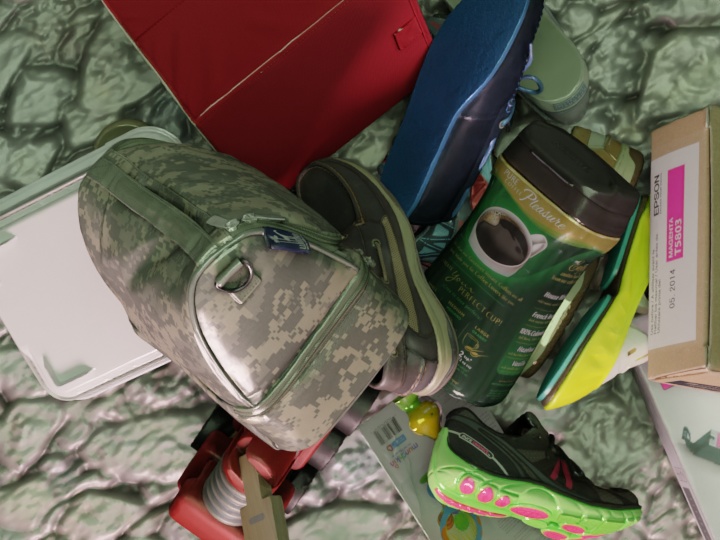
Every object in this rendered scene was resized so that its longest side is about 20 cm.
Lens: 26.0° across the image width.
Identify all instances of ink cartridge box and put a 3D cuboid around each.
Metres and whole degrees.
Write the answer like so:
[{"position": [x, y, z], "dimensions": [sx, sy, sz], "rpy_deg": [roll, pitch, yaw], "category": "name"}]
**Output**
[{"position": [0.318, 0.098, 1.238], "dimensions": [0.172, 0.044, 0.202], "rpy_deg": [-24, 88, -3], "category": "ink cartridge box"}, {"position": [0.302, -0.007, 1.184], "dimensions": [0.163, 0.075, 0.202], "rpy_deg": [11, 75, -26], "category": "ink cartridge box"}]

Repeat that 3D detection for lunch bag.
[{"position": [-0.088, 0.003, 1.022], "dimensions": [0.140, 0.200, 0.168], "rpy_deg": [-51, 131, -5], "category": "lunch bag"}]

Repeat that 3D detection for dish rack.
[{"position": [-0.192, 0.005, 1.171], "dimensions": [0.198, 0.044, 0.173], "rpy_deg": [-24, 105, 17], "category": "dish rack"}]

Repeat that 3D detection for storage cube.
[{"position": [-0.069, -0.185, 1.144], "dimensions": [0.179, 0.200, 0.171], "rpy_deg": [-38, 69, -2], "category": "storage cube"}]

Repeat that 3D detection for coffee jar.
[{"position": [0.113, -0.006, 1.149], "dimensions": [0.104, 0.085, 0.201], "rpy_deg": [44, 110, 27], "category": "coffee jar"}]

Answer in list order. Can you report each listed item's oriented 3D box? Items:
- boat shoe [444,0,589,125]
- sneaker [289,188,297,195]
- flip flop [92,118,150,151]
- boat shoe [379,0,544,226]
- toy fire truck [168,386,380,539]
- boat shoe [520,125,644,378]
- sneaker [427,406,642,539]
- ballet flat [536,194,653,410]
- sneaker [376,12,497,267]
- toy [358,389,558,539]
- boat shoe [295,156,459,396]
[{"position": [0.116, -0.193, 1.227], "dimensions": [0.070, 0.072, 0.202], "rpy_deg": [-31, 63, 2], "category": "boat shoe"}, {"position": [-0.035, 0.003, 1.205], "dimensions": [0.078, 0.082, 0.200], "rpy_deg": [-44, 89, -4], "category": "sneaker"}, {"position": [-0.155, -0.024, 1.213], "dimensions": [0.080, 0.058, 0.202], "rpy_deg": [-20, 88, -4], "category": "flip flop"}, {"position": [0.079, -0.126, 1.150], "dimensions": [0.201, 0.068, 0.084], "rpy_deg": [-58, 46, 23], "category": "boat shoe"}, {"position": [-0.073, 0.163, 1.114], "dimensions": [0.128, 0.176, 0.200], "rpy_deg": [35, 43, -1], "category": "toy fire truck"}, {"position": [0.147, -0.018, 1.223], "dimensions": [0.076, 0.072, 0.201], "rpy_deg": [26, 80, -3], "category": "boat shoe"}, {"position": [0.141, 0.153, 1.184], "dimensions": [0.199, 0.076, 0.085], "rpy_deg": [23, 61, -32], "category": "sneaker"}, {"position": [0.203, 0.031, 1.190], "dimensions": [0.067, 0.067, 0.201], "rpy_deg": [29, 66, 0], "category": "ballet flat"}, {"position": [0.058, -0.100, 1.218], "dimensions": [0.094, 0.079, 0.202], "rpy_deg": [-8, 87, -1], "category": "sneaker"}, {"position": [0.080, 0.179, 1.209], "dimensions": [0.115, 0.047, 0.201], "rpy_deg": [-34, 97, -35], "category": "toy"}, {"position": [0.000, 0.000, 1.124], "dimensions": [0.075, 0.073, 0.201], "rpy_deg": [-50, 59, 36], "category": "boat shoe"}]
